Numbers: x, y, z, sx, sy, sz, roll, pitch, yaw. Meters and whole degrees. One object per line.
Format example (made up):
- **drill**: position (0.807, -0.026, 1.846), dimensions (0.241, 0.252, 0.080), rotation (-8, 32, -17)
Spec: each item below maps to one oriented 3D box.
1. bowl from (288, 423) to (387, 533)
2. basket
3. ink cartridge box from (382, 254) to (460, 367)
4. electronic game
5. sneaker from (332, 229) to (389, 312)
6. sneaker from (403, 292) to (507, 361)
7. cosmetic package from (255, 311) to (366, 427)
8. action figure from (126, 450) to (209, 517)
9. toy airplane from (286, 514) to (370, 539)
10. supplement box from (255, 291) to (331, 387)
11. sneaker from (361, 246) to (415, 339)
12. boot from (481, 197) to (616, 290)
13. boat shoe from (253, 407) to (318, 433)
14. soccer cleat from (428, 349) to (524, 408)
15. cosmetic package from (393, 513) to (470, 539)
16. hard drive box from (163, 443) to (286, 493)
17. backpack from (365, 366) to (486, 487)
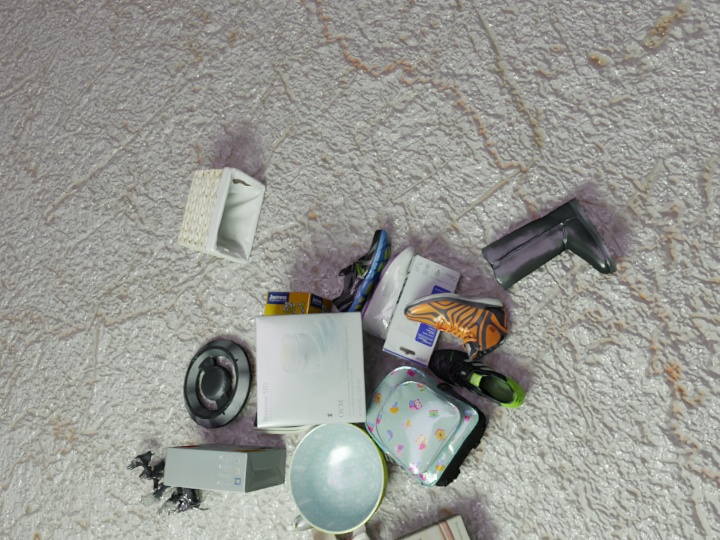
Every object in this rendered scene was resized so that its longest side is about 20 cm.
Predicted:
- **bowl**: position (-0.029, 0.397, 1.159), dimensions (0.198, 0.108, 0.202), rotation (-7, 73, 22)
- **basket**: position (-0.327, -0.130, 1.399), dimensions (0.122, 0.135, 0.202), rotation (9, 82, 29)
- **ink cartridge box**: position (0.117, 0.080, 1.174), dimensions (0.099, 0.039, 0.201), rotation (23, 79, -6)
- **electronic game**: position (-0.329, 0.257, 1.360), dimensions (0.199, 0.042, 0.202), rotation (-10, 69, 27)
- **sneaker**: position (0.000, 0.000, 1.258), dimensions (0.082, 0.071, 0.201), rotation (28, 93, 20)
- **sneaker**: position (0.182, 0.107, 1.107), dimensions (0.198, 0.078, 0.113), rotation (0, 63, -6)
- **cosmetic package**: position (-0.095, 0.186, 1.127), dimensions (0.198, 0.123, 0.201), rotation (-3, 80, -4)
- **action figure**: position (-0.427, 0.489, 1.314), dimensions (0.199, 0.119, 0.102), rotation (24, 55, 32)
- **toy airplane**: position (-0.067, 0.548, 1.125), dimensions (0.199, 0.141, 0.200), rotation (3, 59, 38)
- **supplement box**: position (-0.139, 0.152, 1.263), dimensions (0.109, 0.109, 0.202), rotation (0, 79, 23)
- **sneaker**: position (0.075, 0.049, 1.227), dimensions (0.099, 0.075, 0.201), rotation (26, 87, 4)
- **boot**: position (0.347, -0.021, 1.113), dimensions (0.199, 0.066, 0.166), rotation (-29, 60, 12)
- **boat shoe**: position (-0.142, 0.307, 1.251), dimensions (0.199, 0.074, 0.063), rotation (-8, 81, 27)
- **soccer cleat**: position (0.211, 0.197, 1.115), dimensions (0.199, 0.081, 0.068), rotation (22, 87, 29)
- **cosmetic package**: position (0.099, 0.516, 1.047), dimensions (0.199, 0.087, 0.104), rotation (-20, 69, -10)
- **hard drive box**: position (-0.279, 0.408, 1.242), dimensions (0.198, 0.156, 0.078), rotation (-4, 76, 22)
- **backpack**: position (0.106, 0.279, 1.106), dimensions (0.200, 0.153, 0.176), rotation (33, 89, 37)
